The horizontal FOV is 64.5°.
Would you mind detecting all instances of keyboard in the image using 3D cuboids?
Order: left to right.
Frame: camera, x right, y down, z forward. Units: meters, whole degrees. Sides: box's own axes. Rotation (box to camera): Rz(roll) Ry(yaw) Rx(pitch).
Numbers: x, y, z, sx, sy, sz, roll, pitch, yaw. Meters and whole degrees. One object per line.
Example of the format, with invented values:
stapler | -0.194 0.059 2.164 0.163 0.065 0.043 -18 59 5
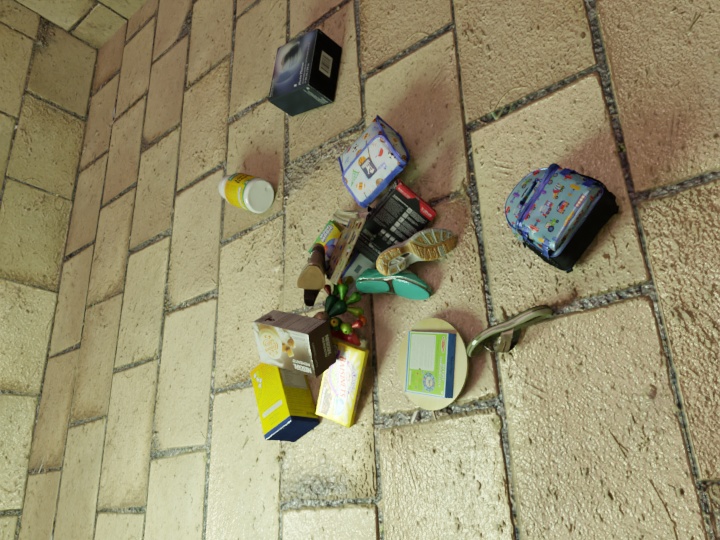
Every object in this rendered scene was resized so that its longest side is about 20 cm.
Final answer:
keyboard | 0.000 0.000 1.494 0.201 0.056 0.011 -54 7 13

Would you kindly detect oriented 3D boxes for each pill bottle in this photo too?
pill bottle | -0.384 -0.262 1.887 0.199 0.112 0.114 20 89 44

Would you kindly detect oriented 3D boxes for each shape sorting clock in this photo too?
shape sorting clock | 0.161 0.209 1.280 0.199 0.039 0.204 -15 70 48

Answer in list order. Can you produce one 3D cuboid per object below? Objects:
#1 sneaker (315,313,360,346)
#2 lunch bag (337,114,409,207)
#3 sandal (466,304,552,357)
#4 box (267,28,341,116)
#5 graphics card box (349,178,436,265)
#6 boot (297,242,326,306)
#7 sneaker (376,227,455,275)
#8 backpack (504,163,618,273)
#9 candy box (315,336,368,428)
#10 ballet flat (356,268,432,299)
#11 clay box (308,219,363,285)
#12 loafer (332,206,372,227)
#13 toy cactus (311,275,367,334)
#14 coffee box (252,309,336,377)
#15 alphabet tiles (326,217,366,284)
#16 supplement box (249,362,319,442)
sneaker | -0.091 0.183 1.460 0.115 0.079 0.199 -40 27 -23
lunch bag | 0.036 -0.279 1.486 0.170 0.123 0.202 -43 36 25
sandal | 0.301 0.134 1.161 0.200 0.079 0.058 -32 70 29
box | -0.180 -0.629 1.830 0.196 0.122 0.203 -5 71 42
graphics card box | 0.077 -0.110 1.411 0.201 0.125 0.051 -49 17 17
boot | -0.117 -0.009 1.461 0.201 0.069 0.148 108 173 -53
sneaker | 0.128 -0.055 1.367 0.197 0.088 0.077 -19 100 4
backpack | 0.378 -0.125 1.144 0.184 0.134 0.200 -54 45 12
candy box | -0.046 0.274 1.397 0.101 0.026 0.203 16 103 21
ballet flat | 0.085 0.023 1.391 0.197 0.068 0.071 5 45 24
clay box | -0.070 -0.050 1.575 0.116 0.047 0.200 -53 49 14
loafer | 0.011 -0.137 1.521 0.198 0.075 0.069 18 86 34
toy cactus | -0.070 0.102 1.414 0.164 0.102 0.201 -34 43 11
coffee box | -0.163 0.175 1.392 0.198 0.079 0.116 7 115 39
alphabet tiles | -0.044 -0.053 1.421 0.169 0.007 0.200 -66 13 0
supplement box | -0.204 0.337 1.515 0.109 0.108 0.202 -39 52 24
